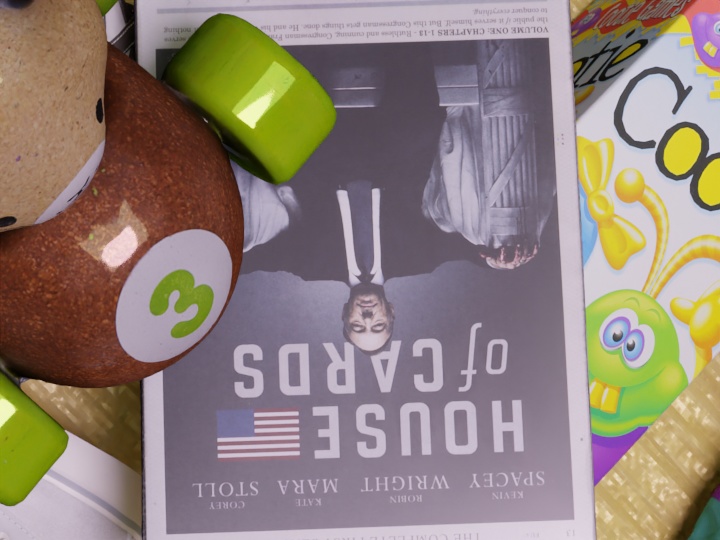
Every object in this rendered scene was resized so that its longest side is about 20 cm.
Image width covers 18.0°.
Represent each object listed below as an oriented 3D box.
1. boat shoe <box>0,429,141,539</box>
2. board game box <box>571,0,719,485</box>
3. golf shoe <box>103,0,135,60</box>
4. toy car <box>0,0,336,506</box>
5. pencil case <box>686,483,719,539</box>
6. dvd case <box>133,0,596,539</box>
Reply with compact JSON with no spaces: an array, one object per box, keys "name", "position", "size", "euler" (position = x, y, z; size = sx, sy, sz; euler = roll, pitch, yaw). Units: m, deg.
[{"name":"boat shoe","position":[-0.164,0.069,0.774],"size":[0.200,0.072,0.069],"euler":[32,61,-28]},{"name":"board game box","position":[0.081,-0.008,0.854],"size":[0.200,0.103,0.105],"euler":[-45,105,-15]},{"name":"golf shoe","position":[-0.109,-0.084,0.804],"size":[0.094,0.078,0.201],"euler":[11,87,-39]},{"name":"toy car","position":[-0.100,-0.037,0.646],"size":[0.158,0.200,0.164],"euler":[40,82,-2]},{"name":"pencil case","position":[0.177,0.098,0.902],"size":[0.200,0.085,0.092],"euler":[-57,138,-13]},{"name":"dvd case","position":[0.000,0.000,0.761],"size":[0.149,0.025,0.201],"euler":[-2,79,-2]}]
